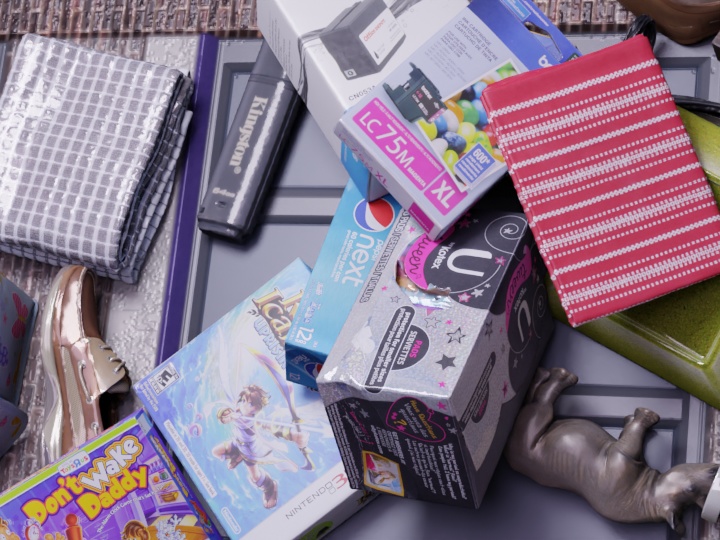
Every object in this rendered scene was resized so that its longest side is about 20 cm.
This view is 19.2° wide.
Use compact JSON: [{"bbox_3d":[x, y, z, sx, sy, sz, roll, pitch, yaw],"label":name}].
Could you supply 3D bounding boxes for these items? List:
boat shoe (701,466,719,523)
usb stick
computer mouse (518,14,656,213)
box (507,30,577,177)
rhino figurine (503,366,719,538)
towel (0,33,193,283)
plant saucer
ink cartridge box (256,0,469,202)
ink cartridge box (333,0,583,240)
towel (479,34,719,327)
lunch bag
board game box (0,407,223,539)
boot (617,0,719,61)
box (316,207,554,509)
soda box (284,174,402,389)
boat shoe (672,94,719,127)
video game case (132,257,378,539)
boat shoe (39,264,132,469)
[{"bbox_3d":[0.324,0.118,1.624,0.060,0.076,0.200,25,68,13],"label":"boat shoe"},{"bbox_3d":[-0.088,-0.121,1.856,0.055,0.033,0.201,16,78,20],"label":"usb stick"},{"bbox_3d":[0.185,-0.127,1.764,0.034,0.059,0.200,26,80,40],"label":"computer mouse"},{"bbox_3d":[0.075,-0.161,1.816,0.199,0.041,0.119,20,79,19],"label":"box"},{"bbox_3d":[0.201,0.149,1.666,0.200,0.060,0.088,26,78,21],"label":"rhino figurine"},{"bbox_3d":[-0.246,-0.104,1.870,0.165,0.086,0.201,12,76,19],"label":"towel"},{"bbox_3d":[0.250,-0.014,1.674,0.199,0.048,0.200,29,104,23],"label":"plant saucer"},{"bbox_3d":[0.022,-0.179,1.751,0.145,0.084,0.200,-25,65,-14],"label":"ink cartridge box"},{"bbox_3d":[0.090,-0.133,1.663,0.200,0.042,0.119,-42,87,-18],"label":"ink cartridge box"},{"bbox_3d":[0.189,-0.071,1.629,0.144,0.022,0.201,-19,82,-9],"label":"towel"},{"bbox_3d":[-0.357,0.090,1.795,0.127,0.170,0.201,5,71,15],"label":"lunch bag"},{"bbox_3d":[-0.231,0.223,1.751,0.200,0.045,0.135,-31,94,6],"label":"board game box"},{"bbox_3d":[0.308,-0.254,1.767,0.200,0.070,0.146,37,80,23],"label":"boot"},{"bbox_3d":[0.063,0.062,1.653,0.114,0.132,0.200,6,46,22],"label":"box"},{"bbox_3d":[0.000,0.000,1.737,0.064,0.068,0.200,17,61,9],"label":"soda box"},{"bbox_3d":[0.298,-0.095,1.711,0.199,0.066,0.075,29,82,23],"label":"boat shoe"},{"bbox_3d":[-0.064,0.120,1.764,0.181,0.045,0.200,-37,66,1],"label":"video game case"},{"bbox_3d":[-0.228,0.094,1.812,0.072,0.076,0.201,-4,81,12],"label":"boat shoe"}]
